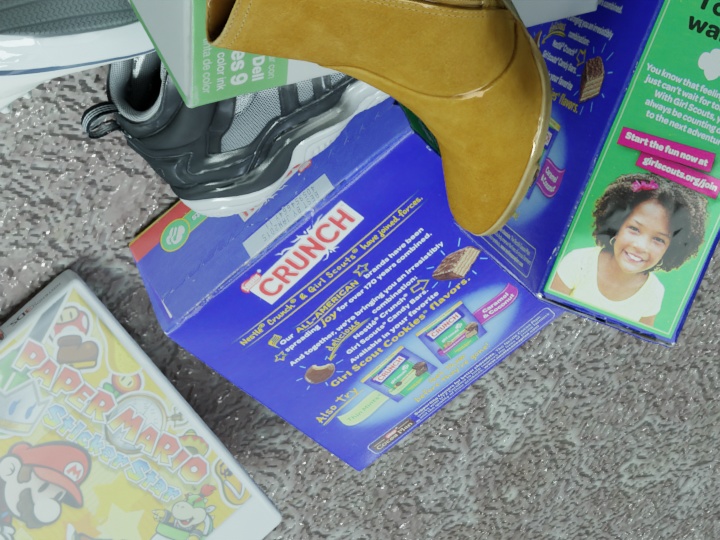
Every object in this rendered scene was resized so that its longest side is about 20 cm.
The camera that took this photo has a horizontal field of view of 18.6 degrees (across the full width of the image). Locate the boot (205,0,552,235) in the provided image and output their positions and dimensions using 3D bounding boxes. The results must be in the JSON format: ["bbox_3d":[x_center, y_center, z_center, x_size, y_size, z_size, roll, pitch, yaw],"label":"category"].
[{"bbox_3d":[0.006,-0.094,0.892,0.144,0.071,0.202,-6,131,-19],"label":"boot"}]

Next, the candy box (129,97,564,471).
[{"bbox_3d":[0.000,0.000,1.193,0.169,0.077,0.200,-38,140,9],"label":"candy box"}]

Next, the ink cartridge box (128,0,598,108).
[{"bbox_3d":[-0.008,-0.165,0.968,0.199,0.145,0.088,-17,138,-17],"label":"ink cartridge box"}]

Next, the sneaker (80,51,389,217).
[{"bbox_3d":[-0.044,-0.113,1.050,0.200,0.076,0.114,-43,141,17],"label":"sneaker"}]

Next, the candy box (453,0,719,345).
[{"bbox_3d":[0.129,-0.087,1.033,0.077,0.169,0.201,18,100,-15],"label":"candy box"}]

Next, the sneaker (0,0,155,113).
[{"bbox_3d":[-0.178,-0.096,0.996,0.199,0.073,0.071,-10,139,-10],"label":"sneaker"}]

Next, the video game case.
[{"bbox_3d":[-0.164,0.129,1.183,0.182,0.023,0.200,-42,120,-8],"label":"video game case"}]
